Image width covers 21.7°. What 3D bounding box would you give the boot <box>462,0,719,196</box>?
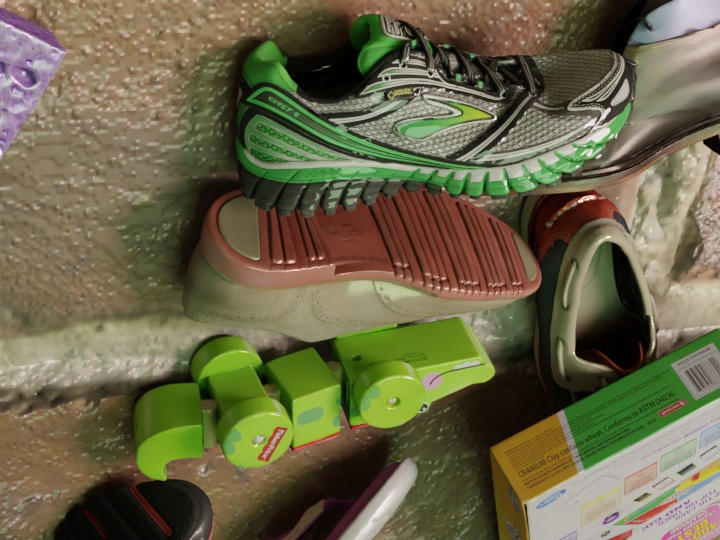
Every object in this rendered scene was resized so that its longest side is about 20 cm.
[{"bbox_3d":[0.137,-0.100,0.997,0.200,0.075,0.097,-14,102,-8],"label":"boot"}]

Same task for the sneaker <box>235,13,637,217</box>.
[{"bbox_3d":[0.037,-0.082,0.914,0.200,0.078,0.085,-8,121,-4],"label":"sneaker"}]

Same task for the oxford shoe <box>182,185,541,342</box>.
[{"bbox_3d":[0.000,0.000,0.989,0.200,0.071,0.074,6,139,-26],"label":"oxford shoe"}]

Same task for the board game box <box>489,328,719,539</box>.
[{"bbox_3d":[0.156,0.131,1.121,0.153,0.040,0.200,-26,149,-10],"label":"board game box"}]

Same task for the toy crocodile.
[{"bbox_3d":[-0.026,0.067,1.010,0.200,0.068,0.062,-14,132,-16],"label":"toy crocodile"}]

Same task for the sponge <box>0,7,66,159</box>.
[{"bbox_3d":[-0.232,-0.043,0.852,0.112,0.030,0.200,23,108,-36],"label":"sponge"}]

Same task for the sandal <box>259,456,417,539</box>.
[{"bbox_3d":[-0.045,0.177,1.082,0.050,0.082,0.203,41,103,4],"label":"sandal"}]

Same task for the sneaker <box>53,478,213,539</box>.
[{"bbox_3d":[-0.139,0.192,1.047,0.200,0.074,0.087,-49,143,15],"label":"sneaker"}]

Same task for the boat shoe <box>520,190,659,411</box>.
[{"bbox_3d":[0.139,0.035,1.076,0.071,0.063,0.200,-27,131,-11],"label":"boat shoe"}]
